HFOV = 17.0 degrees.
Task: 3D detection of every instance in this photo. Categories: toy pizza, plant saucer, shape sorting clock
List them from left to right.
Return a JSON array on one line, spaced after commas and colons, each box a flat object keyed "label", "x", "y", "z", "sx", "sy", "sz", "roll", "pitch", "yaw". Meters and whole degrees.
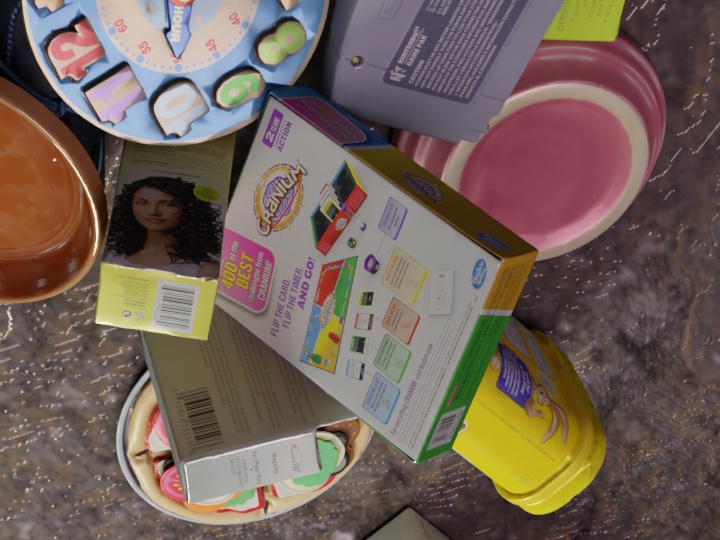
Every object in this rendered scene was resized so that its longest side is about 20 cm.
[{"label": "plant saucer", "x": -0.251, "y": -0.060, "z": 1.509, "sx": 0.199, "sy": 0.032, "sz": 0.201, "roll": 13, "pitch": 137, "yaw": 12}, {"label": "shape sorting clock", "x": -0.111, "y": -0.173, "z": 1.476, "sx": 0.198, "sy": 0.039, "sz": 0.202, "roll": -6, "pitch": 112, "yaw": -16}, {"label": "toy pizza", "x": -0.079, "y": 0.118, "z": 1.764, "sx": 0.199, "sy": 0.032, "sz": 0.201, "roll": -10, "pitch": 130, "yaw": -12}, {"label": "plant saucer", "x": 0.121, "y": -0.080, "z": 1.661, "sx": 0.199, "sy": 0.051, "sz": 0.202, "roll": -10, "pitch": 131, "yaw": -12}]

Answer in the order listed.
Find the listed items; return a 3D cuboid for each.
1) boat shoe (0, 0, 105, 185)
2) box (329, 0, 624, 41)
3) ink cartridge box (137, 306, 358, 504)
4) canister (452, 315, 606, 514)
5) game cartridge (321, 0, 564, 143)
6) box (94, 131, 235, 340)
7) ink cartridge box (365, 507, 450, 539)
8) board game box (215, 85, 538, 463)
[{"label": "boat shoe", "x": -0.185, "y": -0.095, "z": 1.530, "sx": 0.084, "sy": 0.069, "sz": 0.201, "roll": -16, "pitch": 131, "yaw": -6}, {"label": "box", "x": 0.080, "y": -0.210, "z": 1.542, "sx": 0.198, "sy": 0.048, "sz": 0.123, "roll": 0, "pitch": 127, "yaw": -17}, {"label": "ink cartridge box", "x": -0.054, "y": 0.056, "z": 1.611, "sx": 0.172, "sy": 0.201, "sz": 0.044, "roll": -12, "pitch": 130, "yaw": -8}, {"label": "canister", "x": 0.071, "y": 0.066, "z": 1.699, "sx": 0.086, "sy": 0.149, "sz": 0.200, "roll": -40, "pitch": 127, "yaw": 15}, {"label": "game cartridge", "x": 0.059, "y": -0.175, "z": 1.509, "sx": 0.132, "sy": 0.041, "sz": 0.201, "roll": 10, "pitch": 126, "yaw": -29}, {"label": "box", "x": -0.118, "y": -0.041, "z": 1.503, "sx": 0.075, "sy": 0.201, "sz": 0.050, "roll": 8, "pitch": 126, "yaw": -6}, {"label": "ink cartridge box", "x": 0.051, "y": 0.301, "z": 1.924, "sx": 0.144, "sy": 0.085, "sz": 0.200, "roll": -37, "pitch": 129, "yaw": 13}, {"label": "board game box", "x": 0.000, "y": 0.000, "z": 1.506, "sx": 0.040, "sy": 0.200, "sz": 0.154, "roll": -15, "pitch": 135, "yaw": -51}]
